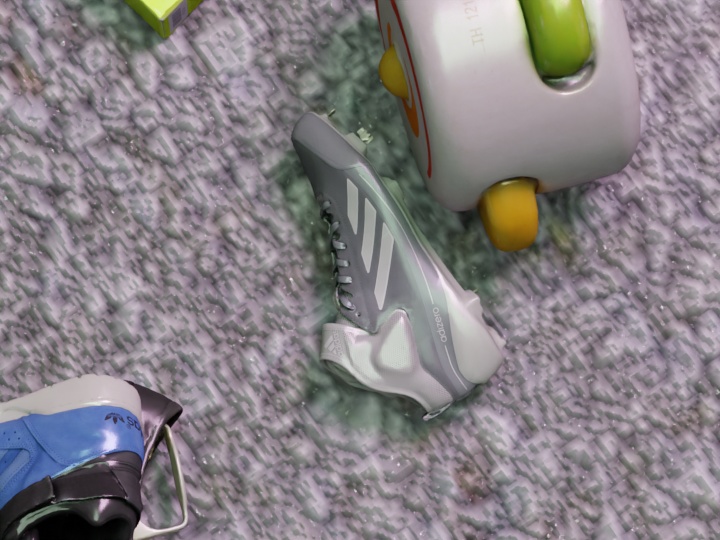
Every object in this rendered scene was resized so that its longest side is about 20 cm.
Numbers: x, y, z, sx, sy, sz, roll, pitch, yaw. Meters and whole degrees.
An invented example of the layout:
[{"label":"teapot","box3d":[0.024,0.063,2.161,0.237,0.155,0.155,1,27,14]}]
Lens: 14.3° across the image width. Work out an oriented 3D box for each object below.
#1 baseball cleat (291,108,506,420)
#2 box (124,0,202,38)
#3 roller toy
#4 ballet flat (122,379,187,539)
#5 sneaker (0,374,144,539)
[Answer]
[{"label":"baseball cleat","box3d":[0.000,0.000,1.748,0.106,0.070,0.200,-36,80,-8]},{"label":"box","box3d":[-0.155,-0.258,1.815,0.200,0.048,0.122,42,80,7]},{"label":"roller toy","box3d":[0.080,-0.131,1.722,0.140,0.200,0.183,-14,43,-4]},{"label":"ballet flat","box3d":[-0.139,0.164,1.713,0.068,0.068,0.200,7,78,-8]},{"label":"sneaker","box3d":[-0.216,0.143,1.675,0.200,0.077,0.111,-19,53,15]}]
